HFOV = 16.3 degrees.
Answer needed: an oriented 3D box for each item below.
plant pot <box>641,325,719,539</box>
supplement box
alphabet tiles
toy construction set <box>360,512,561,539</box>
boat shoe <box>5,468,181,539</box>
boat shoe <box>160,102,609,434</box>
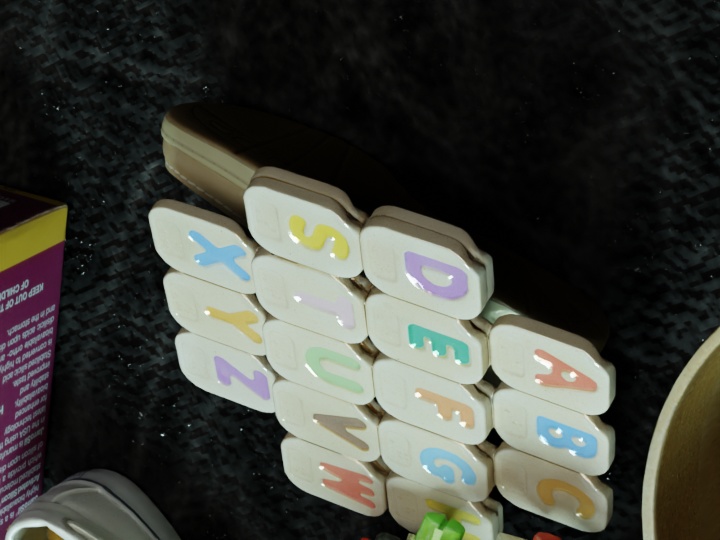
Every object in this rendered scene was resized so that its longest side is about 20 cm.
[{"bbox_3d":[0.215,0.058,0.841,0.186,0.200,0.186,8,108,24],"label":"plant pot"},{"bbox_3d":[-0.215,0.058,1.101,0.131,0.103,0.200,14,111,21],"label":"supplement box"},{"bbox_3d":[0.007,0.040,0.981,0.196,0.015,0.200,19,145,19],"label":"alphabet tiles"},{"bbox_3d":[0.013,0.174,0.998,0.092,0.131,0.200,35,100,-3],"label":"toy construction set"},{"bbox_3d":[-0.077,0.172,1.085,0.200,0.070,0.071,48,119,8],"label":"boat shoe"},{"bbox_3d":[0.000,0.000,1.003,0.200,0.072,0.065,30,114,9],"label":"boat shoe"}]
